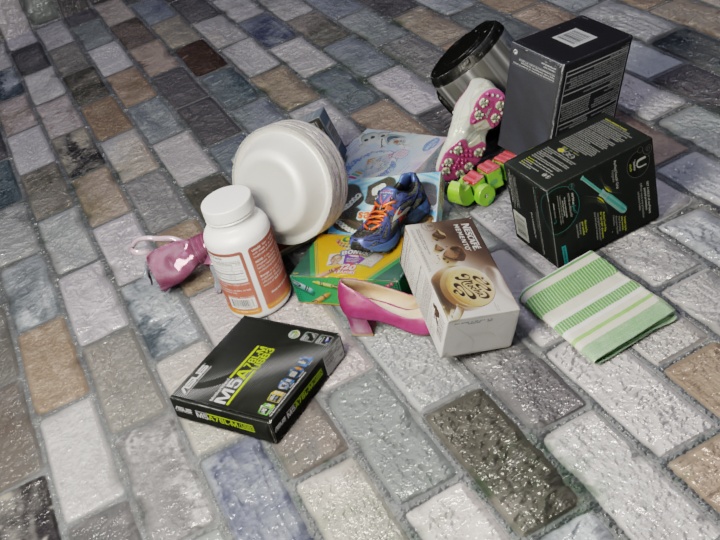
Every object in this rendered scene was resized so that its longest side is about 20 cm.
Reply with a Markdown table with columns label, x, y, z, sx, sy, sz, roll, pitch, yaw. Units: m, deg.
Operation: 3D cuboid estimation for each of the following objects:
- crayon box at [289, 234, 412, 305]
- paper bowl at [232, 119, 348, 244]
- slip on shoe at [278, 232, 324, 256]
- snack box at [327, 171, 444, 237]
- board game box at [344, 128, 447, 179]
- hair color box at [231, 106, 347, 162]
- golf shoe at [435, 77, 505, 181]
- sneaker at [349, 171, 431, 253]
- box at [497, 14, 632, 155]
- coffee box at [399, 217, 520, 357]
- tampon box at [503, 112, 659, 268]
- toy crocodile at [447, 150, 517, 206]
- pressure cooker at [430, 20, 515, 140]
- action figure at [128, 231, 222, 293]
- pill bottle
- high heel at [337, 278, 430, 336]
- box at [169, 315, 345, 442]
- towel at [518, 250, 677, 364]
| label | x | y | z | sx | sy | sz | roll | pitch | yaw |
| --- | --- | --- | --- | --- | --- | --- | --- | --- | --- |
| crayon box | 0.000 | 0.000 | 1.679 | 0.197 | 0.059 | 0.119 | 3 | 37 | 27 |
| paper bowl | -0.128 | -0.143 | 1.722 | 0.198 | 0.204 | 0.104 | 4 | 20 | 29 |
| slip on shoe | -0.116 | -0.084 | 1.850 | 0.199 | 0.062 | 0.074 | -31 | 34 | -23 |
| snack box | 0.045 | -0.106 | 1.794 | 0.197 | 0.037 | 0.118 | -4 | 61 | 19 |
| board game box | 0.040 | -0.194 | 1.955 | 0.197 | 0.044 | 0.200 | 11 | 43 | 37 |
| hair color box | -0.136 | -0.220 | 1.971 | 0.198 | 0.100 | 0.061 | -23 | 22 | 20 |
| golf shoe | 0.192 | -0.255 | 1.863 | 0.074 | 0.201 | 0.092 | 14 | 33 | -29 |
| sneaker | 0.041 | -0.094 | 1.675 | 0.074 | 0.079 | 0.200 | 7 | 35 | 33 |
| box | 0.353 | -0.311 | 1.799 | 0.198 | 0.201 | 0.123 | -26 | 44 | -35 |
| coffee box | 0.140 | 0.021 | 1.509 | 0.111 | 0.081 | 0.201 | -7 | 45 | -15 |
| tampon box | 0.349 | -0.128 | 1.626 | 0.198 | 0.152 | 0.126 | -26 | 35 | -14 |
| toy crocodile | 0.233 | -0.169 | 1.817 | 0.198 | 0.062 | 0.067 | -31 | 36 | -20 |
| pressure cooker | 0.251 | -0.346 | 1.953 | 0.176 | 0.200 | 0.178 | -48 | 19 | -11 |
| action figure | -0.281 | -0.043 | 1.798 | 0.198 | 0.150 | 0.134 | -28 | 26 | 8 |
| pill bottle | -0.189 | -0.031 | 1.679 | 0.110 | 0.202 | 0.113 | -11 | 33 | 7 |
| high heel | 0.065 | 0.043 | 1.554 | 0.197 | 0.097 | 0.068 | -4 | 35 | 19 |
| box | -0.151 | 0.155 | 1.534 | 0.191 | 0.048 | 0.200 | 11 | 42 | 32 |
| towel | 0.337 | 0.050 | 1.493 | 0.151 | 0.024 | 0.200 | -27 | 36 | -14 |
